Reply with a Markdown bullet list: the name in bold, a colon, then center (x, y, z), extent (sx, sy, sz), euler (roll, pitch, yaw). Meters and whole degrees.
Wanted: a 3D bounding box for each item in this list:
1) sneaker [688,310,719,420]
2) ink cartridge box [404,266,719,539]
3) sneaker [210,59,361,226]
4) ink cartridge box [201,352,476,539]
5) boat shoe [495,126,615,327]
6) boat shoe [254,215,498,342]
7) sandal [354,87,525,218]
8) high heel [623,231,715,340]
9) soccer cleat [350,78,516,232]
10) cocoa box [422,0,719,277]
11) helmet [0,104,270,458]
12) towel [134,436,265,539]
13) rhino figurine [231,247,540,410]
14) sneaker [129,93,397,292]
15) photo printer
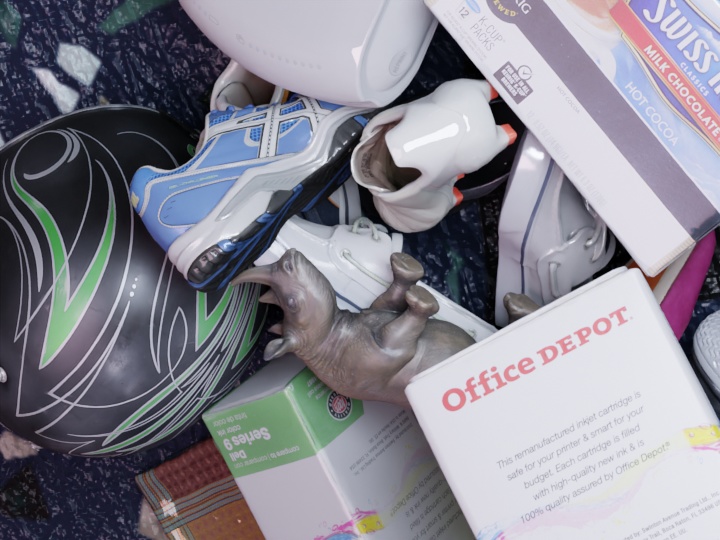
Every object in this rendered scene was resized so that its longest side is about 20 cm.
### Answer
- **sneaker**: center (0.262, 0.119, 1.476), extent (0.200, 0.075, 0.114), euler (39, 127, 16)
- **ink cartridge box**: center (0.133, 0.119, 1.375), extent (0.144, 0.084, 0.201), euler (-27, 82, 7)
- **sneaker**: center (-0.050, -0.075, 1.553), extent (0.078, 0.079, 0.201), euler (24, 124, 50)
- **ink cartridge box**: center (0.010, 0.137, 1.585), extent (0.087, 0.145, 0.201), euler (-21, 101, 40)
- **boat shoe**: center (0.117, -0.025, 1.466), extent (0.065, 0.074, 0.200), euler (14, 155, 9)
- **boat shoe**: center (0.000, 0.000, 1.516), extent (0.200, 0.074, 0.067), euler (39, 98, -15)
- **sandal**: center (0.073, -0.077, 1.511), extent (0.199, 0.043, 0.076), euler (-17, 103, 35)
- **high heel**: center (0.169, 0.069, 1.481), extent (0.096, 0.067, 0.201), euler (32, 97, -23)
- **soccer cleat**: center (0.025, -0.063, 1.429), extent (0.200, 0.077, 0.070), euler (138, 112, -73)
- **cocoa box**: center (0.159, -0.125, 1.372), extent (0.131, 0.133, 0.200), euler (-39, 90, 27)
- **helmet**: center (-0.152, 0.015, 1.577), extent (0.200, 0.199, 0.192), euler (-50, 50, 37)
- **towel**: center (-0.059, 0.203, 1.738), extent (0.146, 0.022, 0.201), euler (-28, 96, 36)
- **rhino figurine**: center (0.019, 0.041, 1.459), extent (0.199, 0.060, 0.088), euler (19, 117, -8)
- **sneaker**: center (-0.049, -0.073, 1.456), extent (0.077, 0.200, 0.076), euler (42, 143, 12)
- **photo printer**: center (-0.014, -0.200, 1.429), extent (0.166, 0.069, 0.201), euler (30, 101, 34)
